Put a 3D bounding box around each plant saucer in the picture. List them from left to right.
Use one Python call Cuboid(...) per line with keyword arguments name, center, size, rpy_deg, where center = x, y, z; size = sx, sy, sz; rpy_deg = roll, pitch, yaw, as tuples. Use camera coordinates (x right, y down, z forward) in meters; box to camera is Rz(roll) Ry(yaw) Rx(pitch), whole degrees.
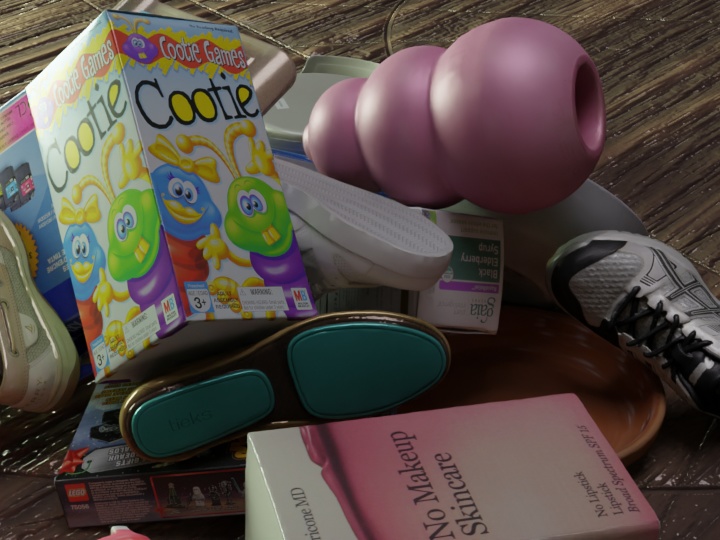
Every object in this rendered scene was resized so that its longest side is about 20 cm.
Cuboid(name="plant saucer", center=(0.104, 0.089, 1.043), size=(0.200, 0.038, 0.200), rpy_deg=(2, 30, -1))

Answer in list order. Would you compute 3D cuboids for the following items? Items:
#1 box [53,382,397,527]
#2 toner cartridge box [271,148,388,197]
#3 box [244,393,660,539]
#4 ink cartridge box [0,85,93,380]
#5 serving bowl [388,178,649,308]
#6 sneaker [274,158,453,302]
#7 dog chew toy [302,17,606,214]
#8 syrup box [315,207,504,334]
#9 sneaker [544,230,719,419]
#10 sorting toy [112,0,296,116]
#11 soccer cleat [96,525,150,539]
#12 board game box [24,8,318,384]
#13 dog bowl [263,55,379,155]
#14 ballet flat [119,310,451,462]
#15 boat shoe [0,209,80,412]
Cuboid(name="box", center=(-0.078, 0.098, 0.973), size=(0.199, 0.040, 0.137), rpy_deg=(-6, 28, 10))
Cuboid(name="toner cartridge box", center=(-0.043, -0.067, 1.211), size=(0.095, 0.043, 0.200), rpy_deg=(17, 6, 36))
Cuboid(name="box", center=(0.044, 0.154, 0.849), size=(0.199, 0.109, 0.128), rpy_deg=(-6, 31, -15))
Cuboid(name="ink cartridge box", center=(-0.190, -0.024, 1.053), size=(0.136, 0.200, 0.076), rpy_deg=(-29, -19, 34))
Cuboid(name="serving bowl", center=(0.107, -0.022, 1.132), size=(0.200, 0.200, 0.066), rpy_deg=(15, 72, 22))
Cuboid(name="sneaker", center=(-0.025, 0.005, 0.978), size=(0.074, 0.116, 0.200), rpy_deg=(-1, 19, -42))
Cuboid(name="dog chew toy", center=(0.054, -0.095, 1.005), size=(0.200, 0.125, 0.125), rpy_deg=(-4, 24, 27))
Cuboid(name="syrup box", center=(0.000, 0.000, 1.061), size=(0.079, 0.082, 0.200), rpy_deg=(4, -3, -42))
Cuboid(name="sneaker", center=(0.215, 0.043, 1.022), size=(0.200, 0.076, 0.088), rpy_deg=(28, 21, -10))
Cuboid(name="sorting toy", center=(-0.172, -0.128, 1.168), size=(0.200, 0.037, 0.185), rpy_deg=(29, 69, 39))
Cuboid(name="soccer cleat", center=(-0.179, 0.196, 0.809), size=(0.200, 0.067, 0.076), rpy_deg=(-18, 40, -37))
Cuboid(name="board game box", center=(-0.118, -0.044, 0.950), size=(0.103, 0.105, 0.200), rpy_deg=(0, 66, -43))
Cuboid(name="dog bowl", center=(-0.038, -0.132, 1.401), size=(0.199, 0.059, 0.200), rpy_deg=(1, 29, -1))
Cuboid(name="ballet flat", center=(-0.047, 0.061, 0.924), size=(0.199, 0.069, 0.063), rpy_deg=(-12, 14, -5))
Cuboid(name="boat shoe", center=(-0.257, 0.011, 1.011), size=(0.065, 0.072, 0.200), rpy_deg=(9, 38, -54))
